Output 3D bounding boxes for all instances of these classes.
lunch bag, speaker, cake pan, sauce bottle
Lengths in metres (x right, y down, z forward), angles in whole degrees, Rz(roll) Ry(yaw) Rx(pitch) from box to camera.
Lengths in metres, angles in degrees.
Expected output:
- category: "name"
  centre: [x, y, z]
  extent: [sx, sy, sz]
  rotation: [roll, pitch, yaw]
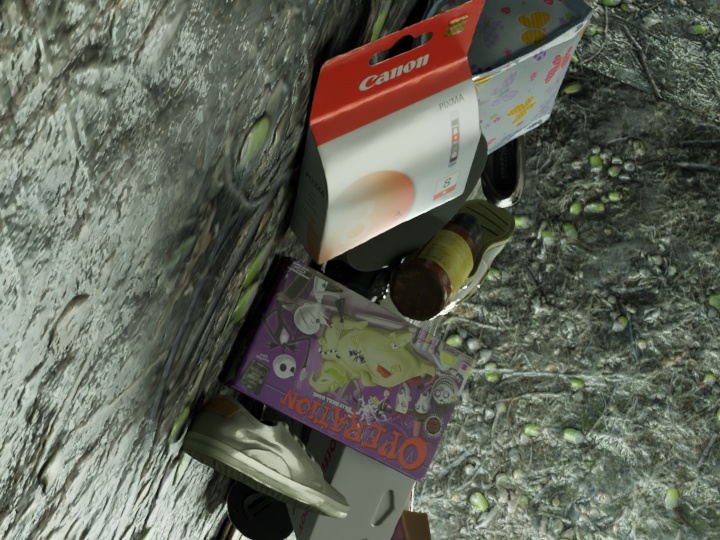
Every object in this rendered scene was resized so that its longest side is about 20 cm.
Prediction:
- category: "lunch bag"
  centre: [0.108, -0.198, 1.271]
  extent: [0.199, 0.127, 0.170]
  rotation: [-34, 159, -25]
- category: "speaker"
  centre: [-0.077, 0.216, 1.398]
  extent: [0.200, 0.081, 0.082]
  rotation: [-48, 161, -68]
- category: "cake pan"
  centre: [0.043, -0.074, 1.198]
  extent: [0.200, 0.037, 0.201]
  rotation: [-35, 156, -18]
- category: "sauce bottle"
  centre: [0.086, -0.011, 1.328]
  extent: [0.200, 0.066, 0.066]
  rotation: [-45, 158, -61]

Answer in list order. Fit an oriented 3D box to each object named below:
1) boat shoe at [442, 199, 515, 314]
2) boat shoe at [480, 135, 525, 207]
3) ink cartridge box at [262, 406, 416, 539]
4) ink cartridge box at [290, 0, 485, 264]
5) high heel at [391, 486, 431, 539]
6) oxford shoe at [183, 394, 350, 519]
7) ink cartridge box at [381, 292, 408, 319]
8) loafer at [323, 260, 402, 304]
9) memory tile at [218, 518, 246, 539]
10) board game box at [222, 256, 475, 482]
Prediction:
- category: "boat shoe"
  centre: [0.119, -0.019, 1.487]
  extent: [0.200, 0.074, 0.069]
  rotation: [-43, 162, -53]
- category: "boat shoe"
  centre: [0.149, -0.170, 1.407]
  extent: [0.057, 0.066, 0.202]
  rotation: [-41, 123, -86]
- category: "ink cartridge box"
  centre: [-0.022, 0.158, 1.236]
  extent: [0.200, 0.083, 0.146]
  rotation: [-115, -141, -53]
- category: "ink cartridge box"
  centre: [0.031, -0.107, 1.017]
  extent: [0.161, 0.050, 0.201]
  rotation: [-27, 155, -26]
- category: "high heel"
  centre: [0.024, 0.215, 1.292]
  extent: [0.096, 0.067, 0.201]
  rotation: [-48, -139, 39]
- category: "oxford shoe"
  centre: [-0.067, 0.157, 1.061]
  extent: [0.200, 0.075, 0.058]
  rotation: [40, 63, -45]
- category: "ink cartridge box"
  centre: [0.057, -0.057, 1.491]
  extent: [0.200, 0.084, 0.146]
  rotation: [102, 13, -61]
- category: "loafer"
  centre: [0.000, 0.000, 1.313]
  extent: [0.069, 0.070, 0.201]
  rotation: [-65, 176, 19]
- category: "memory tile"
  centre: [-0.162, 0.336, 1.397]
  extent: [0.200, 0.017, 0.154]
  rotation: [-56, 167, -57]
- category: "board game box"
  centre: [-0.006, 0.086, 1.096]
  extent: [0.121, 0.199, 0.032]
  rotation: [-64, -157, -7]
